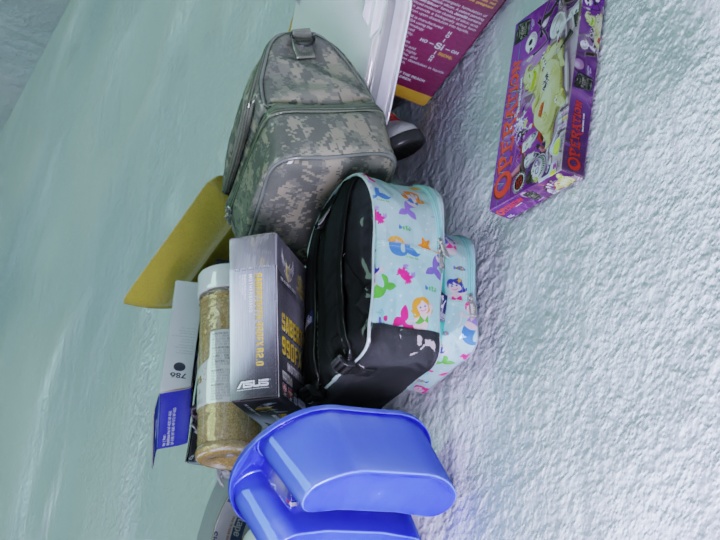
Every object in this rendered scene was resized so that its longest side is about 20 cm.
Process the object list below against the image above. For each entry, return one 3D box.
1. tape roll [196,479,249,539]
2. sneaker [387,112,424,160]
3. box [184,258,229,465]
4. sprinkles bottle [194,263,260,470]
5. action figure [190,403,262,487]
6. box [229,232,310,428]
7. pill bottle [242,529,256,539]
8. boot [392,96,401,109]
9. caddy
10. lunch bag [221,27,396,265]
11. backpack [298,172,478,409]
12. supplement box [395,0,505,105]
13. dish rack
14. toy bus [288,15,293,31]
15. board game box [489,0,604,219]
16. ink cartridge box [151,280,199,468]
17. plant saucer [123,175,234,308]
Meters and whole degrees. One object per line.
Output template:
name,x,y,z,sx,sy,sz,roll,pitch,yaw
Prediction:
tape roll,-0.107,0.282,1.707,0.200,0.066,0.200,-51,29,42
sneaker,0.001,-0.160,1.736,0.201,0.067,0.108,160,93,-72
box,-0.168,0.112,1.950,0.158,0.050,0.200,107,170,-57
sprinkles bottle,-0.130,0.095,1.627,0.068,0.068,0.200,-39,46,53
action figure,-0.133,0.131,1.718,0.130,0.069,0.200,-22,56,49
box,-0.071,0.073,1.551,0.200,0.048,0.159,55,-149,-65
pill bottle,-0.077,0.309,1.551,0.200,0.109,0.110,-66,22,10
boot,0.003,-0.247,1.888,0.200,0.070,0.132,-1,64,61
caddy,-0.016,0.186,1.413,0.141,0.200,0.105,-61,41,25
lunch bag,-0.063,-0.118,1.611,0.200,0.139,0.168,113,149,-53
backpack,0.021,0.016,1.497,0.178,0.150,0.200,132,136,-55
supplement box,0.071,-0.294,1.709,0.200,0.103,0.131,-50,30,43
dish rack,-0.026,-0.233,1.695,0.200,0.043,0.172,27,108,54
toy bus,-0.065,-0.215,1.999,0.065,0.078,0.200,-12,61,65
board game box,0.169,-0.156,1.470,0.120,0.032,0.200,142,141,-60
ink cartridge box,-0.201,0.115,1.809,0.100,0.039,0.200,100,176,-46
plant saucer,-0.173,-0.025,1.997,0.200,0.048,0.200,-52,-18,18
